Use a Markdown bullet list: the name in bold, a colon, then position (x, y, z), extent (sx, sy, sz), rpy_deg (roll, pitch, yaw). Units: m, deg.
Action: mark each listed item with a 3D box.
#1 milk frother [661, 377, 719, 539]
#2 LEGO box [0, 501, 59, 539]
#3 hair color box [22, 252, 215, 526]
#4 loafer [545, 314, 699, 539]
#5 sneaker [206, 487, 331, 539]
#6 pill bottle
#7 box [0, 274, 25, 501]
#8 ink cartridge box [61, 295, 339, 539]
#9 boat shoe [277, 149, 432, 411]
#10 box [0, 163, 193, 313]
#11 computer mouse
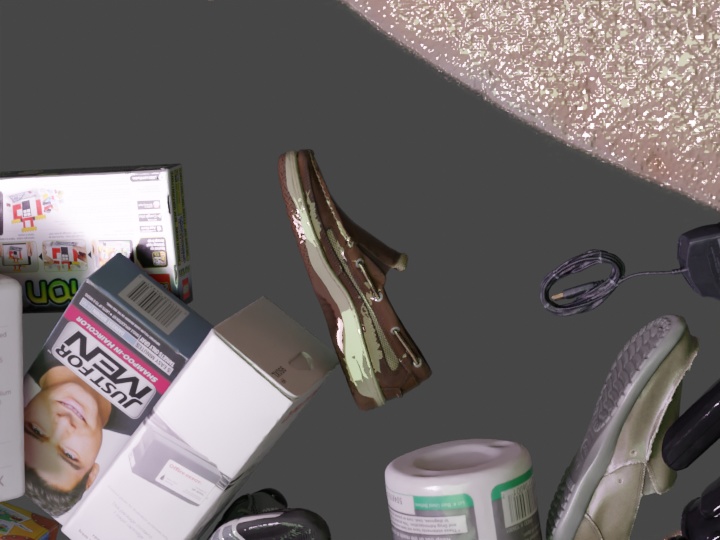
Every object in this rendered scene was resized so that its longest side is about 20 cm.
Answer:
- **milk frother**: position (0.304, 0.169, 1.240), extent (0.180, 0.201, 0.188), rpy_deg (31, 122, -22)
- **LEGO box**: position (-0.365, 0.249, 1.500), extent (0.198, 0.077, 0.150), rpy_deg (19, 103, 9)
- **hair color box**: position (-0.205, 0.095, 1.420), extent (0.099, 0.061, 0.201), rpy_deg (37, 120, 2)
- **loafer**: position (0.204, 0.126, 1.358), extent (0.069, 0.075, 0.201), rpy_deg (23, 109, -4)
- **sneaker**: position (-0.075, 0.198, 1.398), extent (0.075, 0.116, 0.200), rpy_deg (43, 134, -11)
- **pill bottle**: position (0.085, 0.236, 1.376), extent (0.112, 0.113, 0.202), rpy_deg (-6, 98, 14)
- **box**: position (-0.382, 0.084, 1.377), extent (0.198, 0.199, 0.173), rpy_deg (13, 105, 48)
- **ink cartridge box**: position (-0.117, 0.129, 1.387), extent (0.084, 0.145, 0.200), rpy_deg (39, 105, 4)
- **boat shoe**: position (0.000, -0.001, 1.382), extent (0.074, 0.075, 0.204), rpy_deg (-19, 101, 1)
- **box**: position (-0.234, -0.024, 1.443), extent (0.198, 0.035, 0.111), rpy_deg (-1, 100, 13)
- **computer mouse**: position (0.226, -0.003, 1.348), extent (0.198, 0.034, 0.059), rpy_deg (-9, 114, 19)
